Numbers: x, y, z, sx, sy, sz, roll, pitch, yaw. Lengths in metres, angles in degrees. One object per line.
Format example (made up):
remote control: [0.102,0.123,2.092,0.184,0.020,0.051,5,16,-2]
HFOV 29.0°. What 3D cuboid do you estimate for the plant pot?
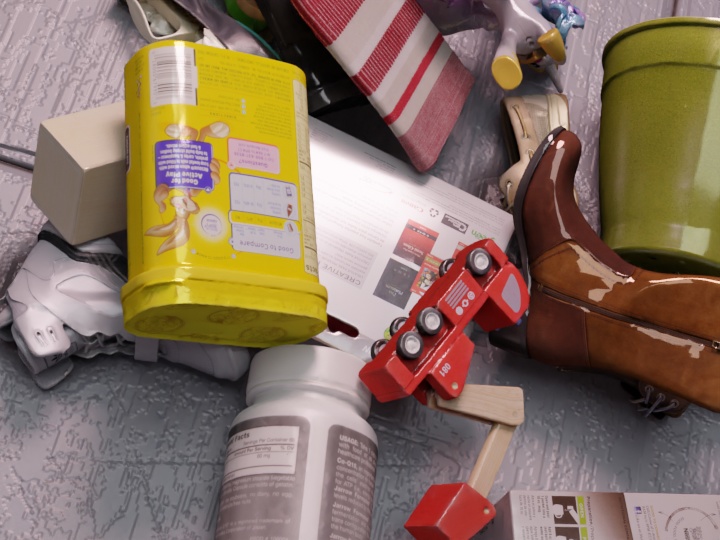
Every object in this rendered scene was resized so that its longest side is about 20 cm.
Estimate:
plant pot: [0.284,-0.080,1.177,0.199,0.200,0.194,16,74,-5]

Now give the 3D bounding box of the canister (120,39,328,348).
canister: [-0.100,-0.055,1.009,0.148,0.086,0.202,8,68,-32]

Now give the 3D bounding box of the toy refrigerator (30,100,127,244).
toy refrigerator: [-0.157,-0.094,1.099,0.199,0.076,0.070,-22,54,-38]

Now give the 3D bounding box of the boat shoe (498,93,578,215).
boat shoe: [0.149,-0.066,1.198,0.064,0.072,0.201,2,62,-2]

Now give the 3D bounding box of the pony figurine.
pony figurine: [0.120,-0.240,1.202,0.166,0.200,0.194,-30,89,16]

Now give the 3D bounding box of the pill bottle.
pill bottle: [-0.046,0.163,1.016,0.113,0.114,0.201,10,63,-8]

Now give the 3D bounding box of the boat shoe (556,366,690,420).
boat shoe: [0.254,0.084,1.146,0.198,0.072,0.073,2,75,-6]

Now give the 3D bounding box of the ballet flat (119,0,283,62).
ballet flat: [-0.142,-0.198,1.191,0.073,0.073,0.200,-37,72,-25]

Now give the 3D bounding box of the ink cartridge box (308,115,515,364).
ink cartridge box: [0.000,0.000,1.121,0.199,0.084,0.176,27,64,1]

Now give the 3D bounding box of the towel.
towel: [0.013,-0.192,1.131,0.200,0.023,0.144,51,37,-18]

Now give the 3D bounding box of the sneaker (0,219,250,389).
sneaker: [-0.189,0.051,1.062,0.199,0.075,0.115,32,63,9]

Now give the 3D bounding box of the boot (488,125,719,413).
boot: [0.212,-0.004,1.077,0.199,0.068,0.190,13,87,22]

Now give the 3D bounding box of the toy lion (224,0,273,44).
toy lion: [-0.076,-0.299,1.262,0.200,0.069,0.191,47,57,9]

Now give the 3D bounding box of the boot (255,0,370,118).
boot: [-0.028,-0.241,1.186,0.164,0.065,0.201,-21,88,-51]

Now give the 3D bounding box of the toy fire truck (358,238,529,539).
toy fire truck: [0.076,0.089,1.032,0.141,0.049,0.200,48,62,-12]

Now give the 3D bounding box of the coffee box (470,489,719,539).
coffee box: [0.193,0.219,1.045,0.198,0.113,0.080,3,65,-11]
